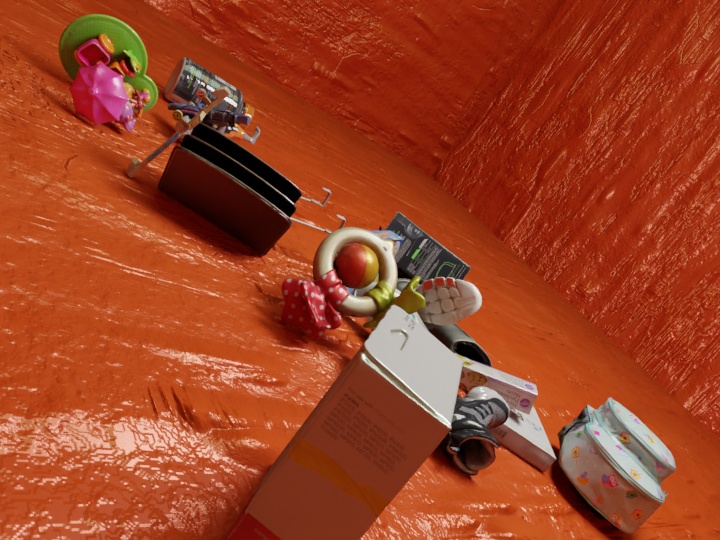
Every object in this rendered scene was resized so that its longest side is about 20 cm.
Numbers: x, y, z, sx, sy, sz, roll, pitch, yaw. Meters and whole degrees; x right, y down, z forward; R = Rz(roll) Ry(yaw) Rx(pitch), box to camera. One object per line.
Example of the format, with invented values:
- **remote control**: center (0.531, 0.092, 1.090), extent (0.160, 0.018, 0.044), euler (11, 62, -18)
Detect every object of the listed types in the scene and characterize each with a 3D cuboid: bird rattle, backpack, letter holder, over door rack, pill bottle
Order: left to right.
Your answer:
- **pill bottle**: center (-0.351, -0.404, 1.502), extent (0.198, 0.107, 0.107), euler (27, 18, -32)
- **letter holder**: center (-0.189, -0.137, 0.975), extent (0.198, 0.142, 0.102), euler (33, 59, -14)
- **over door rack**: center (-0.139, -0.108, 1.159), extent (0.197, 0.068, 0.148), euler (6, 27, -21)
- **bird rattle**: center (-0.015, 0.019, 0.900), extent (0.196, 0.113, 0.166), euler (7, 67, -13)
- **backpack**: center (0.416, 0.316, 1.038), extent (0.176, 0.154, 0.199), euler (45, 24, 12)

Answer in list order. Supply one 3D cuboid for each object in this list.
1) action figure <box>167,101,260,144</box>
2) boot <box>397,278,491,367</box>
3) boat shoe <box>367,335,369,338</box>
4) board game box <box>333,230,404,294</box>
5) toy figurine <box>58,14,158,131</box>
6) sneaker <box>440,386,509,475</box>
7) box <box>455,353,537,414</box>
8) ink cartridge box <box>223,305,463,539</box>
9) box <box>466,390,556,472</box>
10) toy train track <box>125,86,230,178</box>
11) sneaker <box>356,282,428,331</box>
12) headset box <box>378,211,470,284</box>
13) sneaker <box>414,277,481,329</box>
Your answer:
- **action figure**: center (-0.290, -0.276, 1.289), extent (0.198, 0.106, 0.192), euler (16, 10, 30)
- **boot**: center (0.136, 0.102, 1.154), extent (0.180, 0.073, 0.200), euler (31, 14, -17)
- **boat shoe**: center (0.026, 0.145, 0.821), extent (0.067, 0.072, 0.200), euler (31, 14, -4)
- **board game box**: center (0.000, 0.000, 1.054), extent (0.034, 0.137, 0.199), euler (31, 14, 16)
- **toy figurine**: center (-0.429, -0.306, 1.094), extent (0.201, 0.148, 0.186), euler (55, 13, -46)
- **sneaker**: center (0.161, 0.225, 0.887), extent (0.198, 0.076, 0.114), euler (14, 27, -40)
- **box**: center (0.190, 0.176, 1.042), extent (0.197, 0.042, 0.039), euler (22, 18, 5)
- **ink cartridge box**: center (-0.009, 0.143, 0.514), extent (0.083, 0.201, 0.145), euler (36, 16, 3)
- **box**: center (0.249, 0.242, 1.094), extent (0.143, 0.037, 0.200), euler (35, 17, -8)
- **toy train track**: center (-0.279, -0.213, 0.946), extent (0.033, 0.199, 0.115), euler (48, 11, -22)
- **sneaker**: center (0.058, 0.101, 0.988), extent (0.201, 0.070, 0.093), euler (51, 22, 8)
- **headset box**: center (0.111, -0.019, 1.326), extent (0.199, 0.093, 0.174), euler (37, -7, 3)
- **sneaker**: center (0.123, 0.061, 1.059), extent (0.081, 0.198, 0.079), euler (9, 71, -48)
